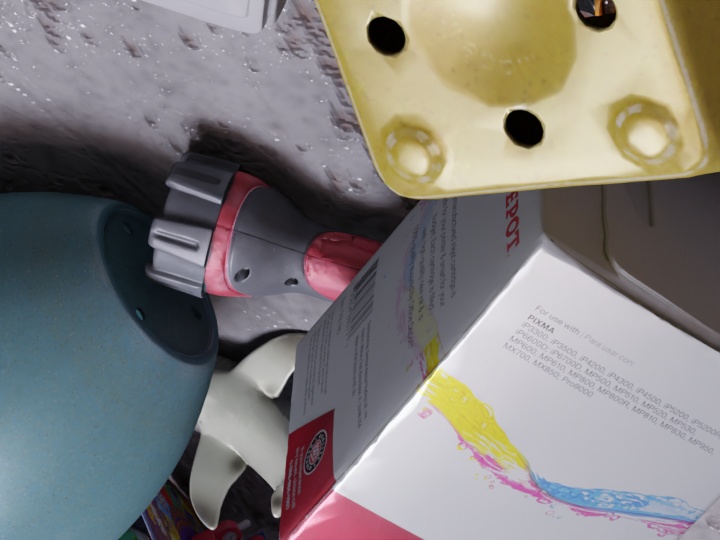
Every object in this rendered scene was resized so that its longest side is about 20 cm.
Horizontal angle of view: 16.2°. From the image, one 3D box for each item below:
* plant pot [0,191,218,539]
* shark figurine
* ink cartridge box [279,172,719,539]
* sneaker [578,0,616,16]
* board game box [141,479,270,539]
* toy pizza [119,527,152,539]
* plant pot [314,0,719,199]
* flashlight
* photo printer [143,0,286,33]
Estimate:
[{"bbox_3d":[-0.150,0.039,1.251,0.134,0.201,0.200,-33,125,22],"label":"plant pot"},{"bbox_3d":[-0.036,0.118,1.367,0.128,0.215,0.089,-30,170,16],"label":"shark figurine"},{"bbox_3d":[0.079,0.043,1.097,0.144,0.146,0.200,29,123,-16],"label":"ink cartridge box"},{"bbox_3d":[0.138,-0.105,0.971,0.199,0.077,0.078,13,148,13],"label":"sneaker"},{"bbox_3d":[-0.063,0.188,1.439,0.039,0.200,0.158,-31,147,6],"label":"board game box"},{"bbox_3d":[-0.166,0.196,1.486,0.199,0.200,0.032,12,115,11],"label":"toy pizza"},{"bbox_3d":[0.079,-0.124,0.814,0.195,0.200,0.195,-4,120,31],"label":"plant pot"},{"bbox_3d":[0.000,0.000,1.206,0.199,0.068,0.068,16,134,5],"label":"flashlight"},{"bbox_3d":[-0.114,-0.186,0.990,0.199,0.070,0.167,18,147,4],"label":"photo printer"}]
